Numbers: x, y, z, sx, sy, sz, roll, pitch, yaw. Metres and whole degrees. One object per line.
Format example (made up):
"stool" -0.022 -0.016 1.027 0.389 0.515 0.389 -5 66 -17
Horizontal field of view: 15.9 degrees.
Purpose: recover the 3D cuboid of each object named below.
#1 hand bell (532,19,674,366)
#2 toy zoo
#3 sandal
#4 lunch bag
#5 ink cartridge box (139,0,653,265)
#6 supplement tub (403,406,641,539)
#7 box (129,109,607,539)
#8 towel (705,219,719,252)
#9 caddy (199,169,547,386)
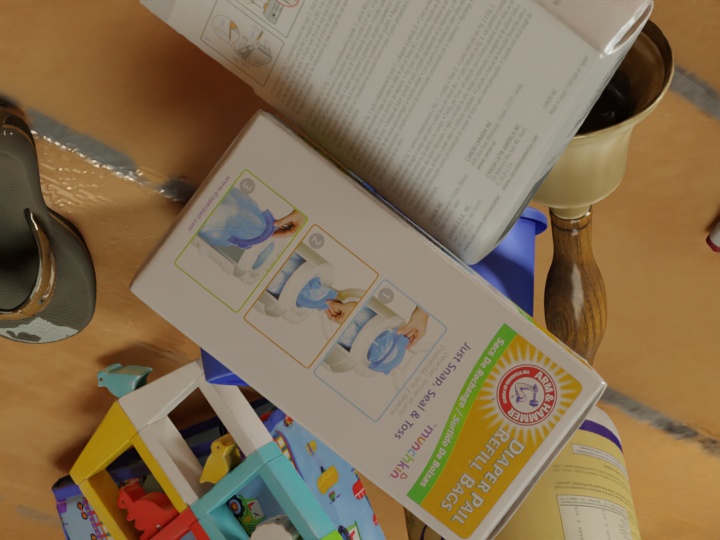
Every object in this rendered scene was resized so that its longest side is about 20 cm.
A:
"hand bell" 0.102 -0.023 1.262 0.103 0.105 0.201 -8 133 -2
"toy zoo" -0.087 0.137 1.460 0.131 0.201 0.020 -41 171 36
"sandal" -0.181 -0.010 1.304 0.081 0.055 0.200 -8 149 -3
"lunch bag" -0.094 0.175 1.532 0.199 0.152 0.094 -21 -173 26
"ink cartridge box" 0.011 -0.116 1.127 0.057 0.200 0.163 -42 169 -37
"supplement tub" 0.105 0.192 1.576 0.144 0.201 0.146 -7 149 -4
"box" 0.004 0.027 1.193 0.102 0.200 0.112 -52 180 2
"towel" 0.287 -0.062 1.382 0.143 0.023 0.200 3 147 -18
"caddy" 0.000 0.000 1.329 0.198 0.106 0.141 -1 172 -14
